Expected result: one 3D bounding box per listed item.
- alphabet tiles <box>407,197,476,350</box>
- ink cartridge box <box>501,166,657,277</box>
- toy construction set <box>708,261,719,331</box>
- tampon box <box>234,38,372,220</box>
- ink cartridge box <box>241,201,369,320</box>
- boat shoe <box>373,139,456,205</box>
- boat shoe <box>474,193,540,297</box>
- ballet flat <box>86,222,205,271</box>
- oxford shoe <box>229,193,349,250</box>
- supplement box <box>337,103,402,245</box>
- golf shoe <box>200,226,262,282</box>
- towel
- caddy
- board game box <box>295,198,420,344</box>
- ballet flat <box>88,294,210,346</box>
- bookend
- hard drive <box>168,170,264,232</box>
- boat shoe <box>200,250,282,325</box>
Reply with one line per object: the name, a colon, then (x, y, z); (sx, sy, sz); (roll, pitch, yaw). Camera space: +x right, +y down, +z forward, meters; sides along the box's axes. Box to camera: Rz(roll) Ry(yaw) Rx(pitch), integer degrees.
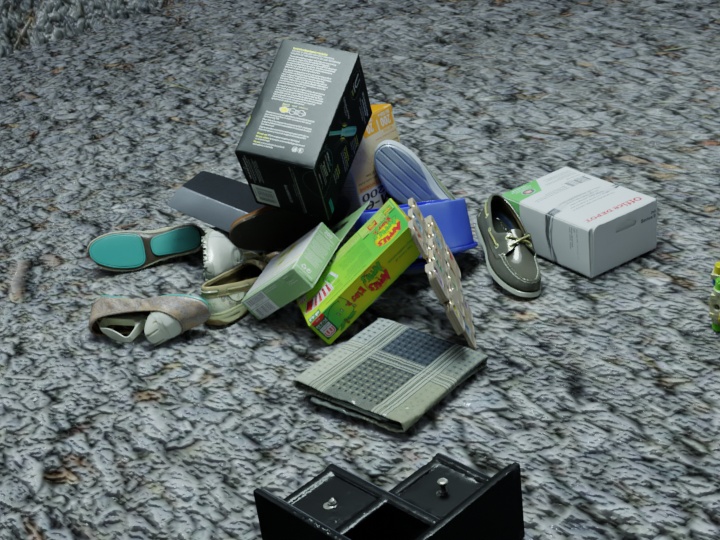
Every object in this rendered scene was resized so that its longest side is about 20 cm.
alphabet tiles: (0.112, 0.003, 1.520); (0.014, 0.197, 0.201); (-24, 20, 13)
ink cartridge box: (0.332, -0.076, 1.734); (0.144, 0.085, 0.199); (-22, 29, -26)
toy construction set: (0.529, 0.044, 1.444); (0.198, 0.094, 0.131); (1, 25, 43)
tampon box: (-0.079, -0.206, 1.667); (0.124, 0.151, 0.203); (14, 65, 16)
ink cartridge box: (-0.080, -0.028, 1.680); (0.145, 0.048, 0.201); (-32, 21, 47)
boat shoe: (0.093, -0.133, 1.824); (0.072, 0.200, 0.062); (-37, 20, 19)
boat shoe: (0.221, -0.038, 1.686); (0.071, 0.061, 0.203); (1, 36, -17)
ballet flat: (-0.355, -0.036, 1.903); (0.196, 0.069, 0.062); (-7, -2, -5)
oxford shoe: (-0.119, -0.087, 1.761); (0.197, 0.072, 0.071); (-19, 45, -25)
supplement box: (0.012, -0.152, 1.842); (0.073, 0.203, 0.125); (4, 28, 45)
golf shoe: (-0.201, -0.041, 1.837); (0.095, 0.080, 0.201); (2, 29, 7)
towel: (0.038, 0.136, 1.470); (0.190, 0.035, 0.199); (18, 34, 36)
caddy: (0.081, -0.047, 1.732); (0.196, 0.107, 0.141); (-9, 6, -15)
board game box: (0.000, 0.000, 1.606); (0.200, 0.048, 0.102); (-45, 29, 5)
ballet flat: (-0.312, 0.077, 1.660); (0.197, 0.069, 0.068); (-2, 46, 24)
bookend: (0.031, 0.250, 1.165); (0.198, 0.094, 0.197); (-28, 32, -36)
hard drive: (-0.199, -0.102, 1.853); (0.197, 0.043, 0.135); (21, 24, 7)
boat shoe: (-0.168, 0.013, 1.727); (0.072, 0.064, 0.200); (8, 30, 31)
